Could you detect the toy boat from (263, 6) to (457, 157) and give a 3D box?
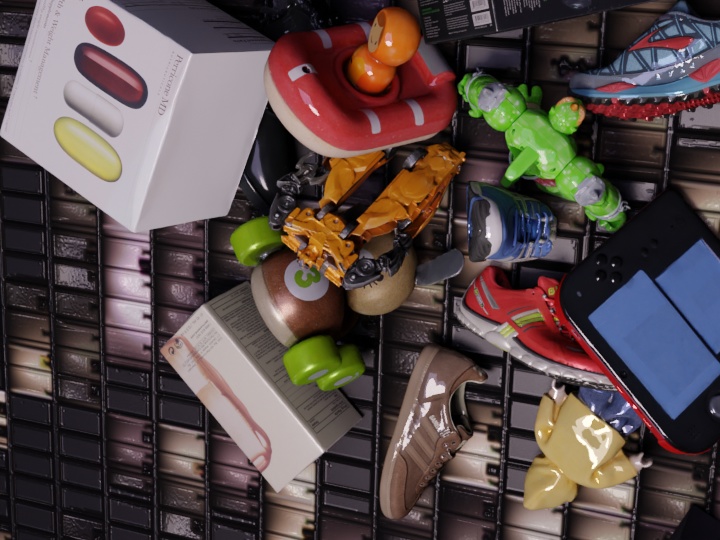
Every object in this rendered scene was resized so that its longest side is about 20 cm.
[{"bbox_3d":[0.011,-0.189,1.197,0.131,0.199,0.131,59,143,19],"label":"toy boat"}]

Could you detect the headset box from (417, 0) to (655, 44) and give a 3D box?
[{"bbox_3d":[0.165,-0.258,1.105,0.198,0.174,0.094,-13,100,-14],"label":"headset box"}]

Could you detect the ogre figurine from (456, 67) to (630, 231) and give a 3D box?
[{"bbox_3d":[0.169,-0.112,1.201,0.098,0.120,0.201,-27,89,8],"label":"ogre figurine"}]

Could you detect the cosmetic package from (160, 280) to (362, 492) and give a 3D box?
[{"bbox_3d":[-0.106,0.123,1.401,0.200,0.103,0.087,50,118,7],"label":"cosmetic package"}]

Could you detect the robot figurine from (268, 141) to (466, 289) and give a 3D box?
[{"bbox_3d":[0.005,-0.068,1.256,0.145,0.200,0.058,38,156,11],"label":"robot figurine"}]

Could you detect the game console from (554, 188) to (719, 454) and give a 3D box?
[{"bbox_3d":[0.289,0.048,1.187,0.176,0.031,0.200,-38,86,-16],"label":"game console"}]

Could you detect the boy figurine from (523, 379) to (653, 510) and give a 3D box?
[{"bbox_3d":[0.228,0.164,1.284,0.124,0.064,0.201,34,116,16],"label":"boy figurine"}]

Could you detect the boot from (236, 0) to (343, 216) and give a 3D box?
[{"bbox_3d":[-0.069,-0.169,1.329,0.162,0.073,0.200,-25,92,24],"label":"boot"}]

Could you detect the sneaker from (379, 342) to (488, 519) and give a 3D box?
[{"bbox_3d":[0.074,0.179,1.353,0.075,0.070,0.202,19,111,17],"label":"sneaker"}]

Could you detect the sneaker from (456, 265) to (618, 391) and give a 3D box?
[{"bbox_3d":[0.175,0.051,1.246,0.199,0.077,0.085,30,95,39],"label":"sneaker"}]

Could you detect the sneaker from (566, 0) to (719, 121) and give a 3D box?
[{"bbox_3d":[0.283,-0.192,1.175,0.198,0.079,0.097,-6,78,26],"label":"sneaker"}]

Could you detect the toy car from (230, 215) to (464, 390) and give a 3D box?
[{"bbox_3d":[0.000,0.000,1.306,0.199,0.158,0.165,-29,74,11],"label":"toy car"}]

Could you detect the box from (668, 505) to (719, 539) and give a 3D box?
[{"bbox_3d":[0.354,0.368,1.259,0.199,0.104,0.183,33,115,13],"label":"box"}]

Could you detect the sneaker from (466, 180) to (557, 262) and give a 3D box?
[{"bbox_3d":[0.139,-0.045,1.202,0.076,0.200,0.077,0,94,12],"label":"sneaker"}]

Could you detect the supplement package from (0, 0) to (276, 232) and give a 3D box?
[{"bbox_3d":[-0.217,-0.174,1.280,0.199,0.147,0.193,33,115,24],"label":"supplement package"}]
